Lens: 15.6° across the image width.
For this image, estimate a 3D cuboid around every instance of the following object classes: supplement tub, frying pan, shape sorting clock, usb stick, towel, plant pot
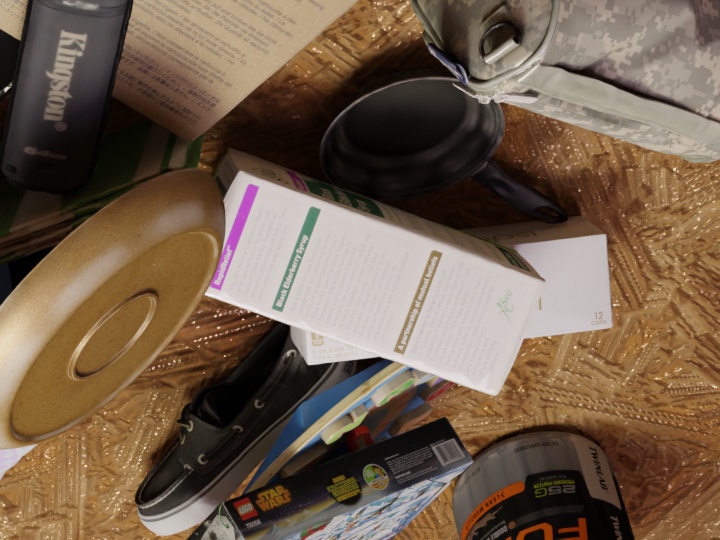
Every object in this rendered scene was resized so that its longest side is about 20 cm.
[{"bbox_3d":[0.140,0.223,1.845,0.122,0.201,0.123,-8,139,-7],"label":"supplement tub"},{"bbox_3d":[0.064,-0.081,1.609,0.189,0.031,0.115,4,141,-25],"label":"frying pan"},{"bbox_3d":[-0.004,0.109,1.733,0.200,0.039,0.200,-33,165,-10],"label":"shape sorting clock"},{"bbox_3d":[-0.153,-0.116,1.389,0.055,0.033,0.200,3,138,-15],"label":"usb stick"},{"bbox_3d":[-0.183,-0.036,1.514,0.199,0.153,0.023,-22,108,8],"label":"towel"},{"bbox_3d":[-0.141,0.028,1.434,0.200,0.027,0.200,-42,163,-16],"label":"plant pot"}]

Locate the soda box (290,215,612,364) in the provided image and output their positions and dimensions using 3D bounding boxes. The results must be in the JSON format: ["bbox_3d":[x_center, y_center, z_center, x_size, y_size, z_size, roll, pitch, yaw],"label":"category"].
[{"bbox_3d":[0.055,0.011,1.669,0.199,0.068,0.064,-7,102,-8],"label":"soda box"}]

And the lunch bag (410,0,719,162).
[{"bbox_3d":[0.125,-0.151,1.428,0.199,0.168,0.139,15,136,-39],"label":"lunch bag"}]

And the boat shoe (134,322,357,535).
[{"bbox_3d":[-0.088,0.100,1.754,0.057,0.069,0.200,36,116,-27],"label":"boat shoe"}]

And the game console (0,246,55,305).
[{"bbox_3d":[-0.265,0.027,1.520,0.199,0.176,0.117,-20,139,8],"label":"game console"}]

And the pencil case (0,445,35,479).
[{"bbox_3d":[-0.203,0.060,1.658,0.200,0.083,0.091,-38,151,25],"label":"pencil case"}]

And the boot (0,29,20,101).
[{"bbox_3d":[-0.245,-0.062,1.451,0.199,0.151,0.073,-30,129,17],"label":"boot"}]

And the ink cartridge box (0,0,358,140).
[{"bbox_3d":[-0.113,-0.180,1.405,0.200,0.075,0.165,31,124,-34],"label":"ink cartridge box"}]

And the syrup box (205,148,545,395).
[{"bbox_3d":[0.000,0.000,1.581,0.199,0.079,0.082,21,98,-13],"label":"syrup box"}]

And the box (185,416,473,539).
[{"bbox_3d":[-0.037,0.167,1.695,0.199,0.040,0.137,-17,158,-42],"label":"box"}]
